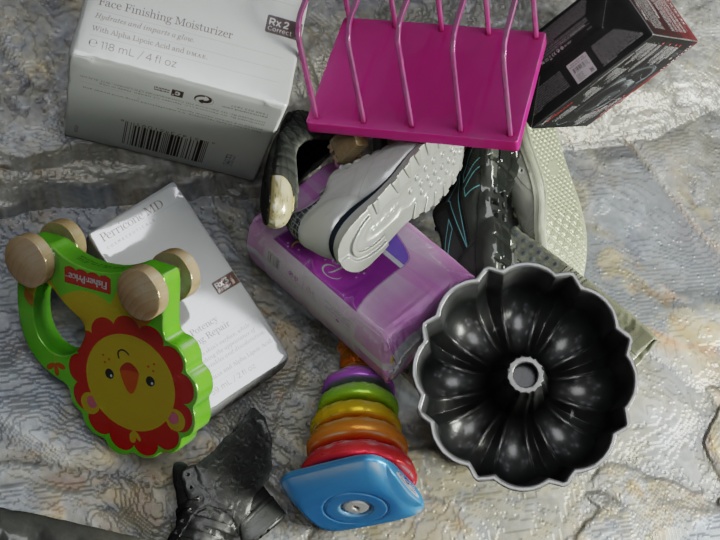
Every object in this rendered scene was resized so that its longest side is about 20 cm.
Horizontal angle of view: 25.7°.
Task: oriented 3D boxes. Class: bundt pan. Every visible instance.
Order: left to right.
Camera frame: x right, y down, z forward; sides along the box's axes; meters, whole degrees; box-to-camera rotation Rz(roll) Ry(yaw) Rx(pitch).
[{"bbox_3d":[0.142,0.099,1.406,0.199,0.076,0.204,0,76,-2],"label":"bundt pan"}]

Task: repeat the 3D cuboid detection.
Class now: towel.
[{"bbox_3d":[0.151,0.078,1.500,0.192,0.035,0.200,-43,60,-10],"label":"towel"}]

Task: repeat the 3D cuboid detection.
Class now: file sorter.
[{"bbox_3d":[0.054,-0.209,1.416,0.198,0.126,0.140,7,53,16],"label":"file sorter"}]

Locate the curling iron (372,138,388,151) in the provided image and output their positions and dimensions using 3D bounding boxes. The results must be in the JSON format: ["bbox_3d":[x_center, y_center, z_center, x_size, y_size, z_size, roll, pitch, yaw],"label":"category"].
[{"bbox_3d":[0.035,-0.057,1.567,0.049,0.026,0.202,0,67,-35],"label":"curling iron"}]

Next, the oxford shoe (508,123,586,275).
[{"bbox_3d":[0.179,-0.070,1.589,0.075,0.057,0.202,-15,90,-48],"label":"oxford shoe"}]

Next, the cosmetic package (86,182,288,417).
[{"bbox_3d":[-0.163,0.031,1.468,0.101,0.074,0.201,-33,84,-19],"label":"cosmetic package"}]

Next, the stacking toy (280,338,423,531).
[{"bbox_3d":[-0.003,0.132,1.467,0.109,0.116,0.202,-16,51,21],"label":"stacking toy"}]

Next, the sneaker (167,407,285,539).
[{"bbox_3d":[-0.146,0.219,1.424,0.199,0.060,0.105,-34,84,-25],"label":"sneaker"}]

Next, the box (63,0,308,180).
[{"bbox_3d":[-0.165,-0.195,1.468,0.197,0.200,0.132,13,71,-8],"label":"box"}]

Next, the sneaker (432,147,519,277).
[{"bbox_3d":[0.106,-0.074,1.524,0.079,0.075,0.202,-5,70,28],"label":"sneaker"}]

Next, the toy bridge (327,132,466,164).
[{"bbox_3d":[0.042,-0.117,1.539,0.199,0.067,0.027,-8,63,-47],"label":"toy bridge"}]

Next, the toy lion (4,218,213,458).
[{"bbox_3d":[-0.221,0.068,1.411,0.198,0.194,0.069,15,24,24],"label":"toy lion"}]

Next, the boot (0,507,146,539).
[{"bbox_3d":[-0.283,0.218,1.366,0.198,0.073,0.184,10,84,9],"label":"boot"}]

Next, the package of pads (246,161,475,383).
[{"bbox_3d":[0.000,0.000,1.479,0.120,0.076,0.200,-37,62,-25],"label":"package of pads"}]

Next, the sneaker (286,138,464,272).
[{"bbox_3d":[0.019,-0.083,1.454,0.080,0.077,0.200,24,49,37],"label":"sneaker"}]

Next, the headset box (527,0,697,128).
[{"bbox_3d":[0.238,-0.213,1.557,0.148,0.200,0.078,-37,81,25],"label":"headset box"}]

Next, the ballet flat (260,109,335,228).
[{"bbox_3d":[-0.057,-0.096,1.444,0.056,0.067,0.201,15,30,0],"label":"ballet flat"}]
